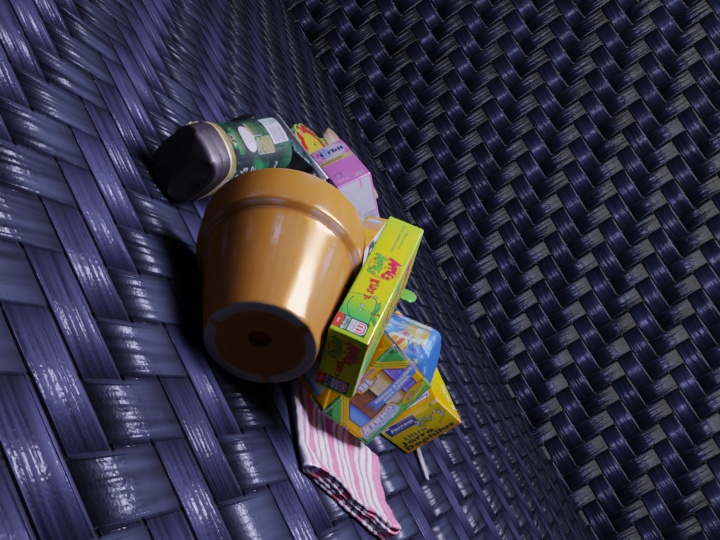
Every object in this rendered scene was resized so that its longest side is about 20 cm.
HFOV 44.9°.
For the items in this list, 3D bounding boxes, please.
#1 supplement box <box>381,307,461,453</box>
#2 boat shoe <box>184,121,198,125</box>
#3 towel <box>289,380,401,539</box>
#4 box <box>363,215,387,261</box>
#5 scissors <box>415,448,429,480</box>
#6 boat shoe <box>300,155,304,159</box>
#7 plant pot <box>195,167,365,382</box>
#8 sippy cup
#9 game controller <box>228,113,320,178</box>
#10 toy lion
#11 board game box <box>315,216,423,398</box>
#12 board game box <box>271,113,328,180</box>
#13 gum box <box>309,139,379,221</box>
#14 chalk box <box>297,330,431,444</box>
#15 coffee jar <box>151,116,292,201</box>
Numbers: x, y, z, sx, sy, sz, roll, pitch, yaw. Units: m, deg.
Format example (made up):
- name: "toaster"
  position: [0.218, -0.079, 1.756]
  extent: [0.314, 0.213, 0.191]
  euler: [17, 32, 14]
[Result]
- name: "supplement box"
  position: [0.069, 0.181, 1.454]
  extent: [0.110, 0.108, 0.201]
  euler: [45, 17, -49]
- name: "boat shoe"
  position: [-0.192, -0.142, 1.300]
  extent: [0.201, 0.062, 0.073]
  euler: [58, 11, -1]
- name: "towel"
  position: [-0.021, 0.238, 1.102]
  extent: [0.200, 0.030, 0.147]
  euler: [50, 13, -36]
- name: "box"
  position: [0.000, 0.000, 1.358]
  extent: [0.200, 0.041, 0.120]
  euler: [-57, 155, -58]
- name: "scissors"
  position: [0.094, 0.286, 1.528]
  extent: [0.073, 0.014, 0.201]
  euler: [47, 14, -53]
- name: "boat shoe"
  position: [-0.081, -0.103, 1.404]
  extent: [0.201, 0.072, 0.066]
  euler: [51, -15, 9]
- name: "plant pot"
  position: [-0.099, 0.018, 0.989]
  extent: [0.200, 0.199, 0.184]
  euler: [51, 28, -31]
- name: "sippy cup"
  position: [0.050, 0.123, 1.321]
  extent: [0.178, 0.129, 0.140]
  euler: [80, 27, -55]
- name: "game controller"
  position: [-0.154, -0.175, 1.369]
  extent: [0.200, 0.104, 0.042]
  euler: [44, -38, 25]
- name: "toy lion"
  position: [-0.064, -0.194, 1.673]
  extent: [0.201, 0.068, 0.192]
  euler: [54, 18, 0]
- name: "board game box"
  position: [0.013, 0.040, 1.021]
  extent: [0.047, 0.102, 0.200]
  euler: [22, 46, 7]
- name: "board game box"
  position: [-0.124, -0.190, 1.518]
  extent: [0.136, 0.028, 0.200]
  euler: [51, -12, -5]
- name: "gum box"
  position: [-0.020, -0.113, 1.539]
  extent: [0.114, 0.066, 0.201]
  euler: [53, -17, 43]
- name: "chalk box"
  position: [0.001, 0.137, 1.164]
  extent: [0.125, 0.124, 0.200]
  euler: [48, -2, 35]
- name: "coffee jar"
  position: [-0.181, -0.150, 1.158]
  extent: [0.086, 0.104, 0.200]
  euler: [61, 29, 2]
